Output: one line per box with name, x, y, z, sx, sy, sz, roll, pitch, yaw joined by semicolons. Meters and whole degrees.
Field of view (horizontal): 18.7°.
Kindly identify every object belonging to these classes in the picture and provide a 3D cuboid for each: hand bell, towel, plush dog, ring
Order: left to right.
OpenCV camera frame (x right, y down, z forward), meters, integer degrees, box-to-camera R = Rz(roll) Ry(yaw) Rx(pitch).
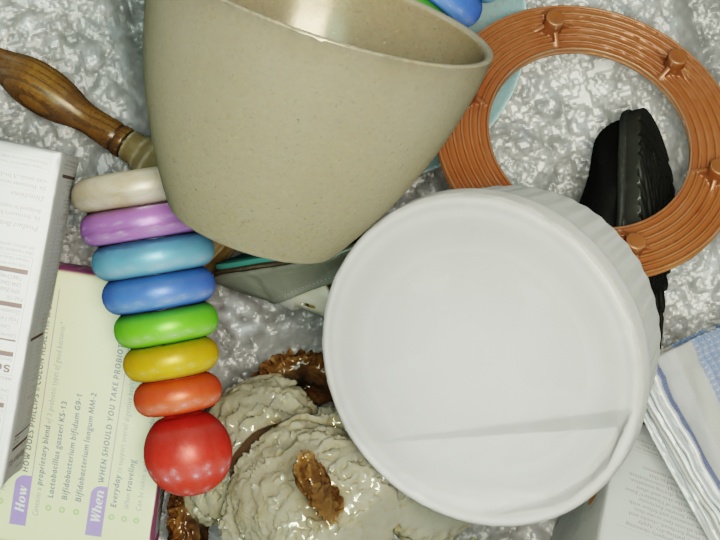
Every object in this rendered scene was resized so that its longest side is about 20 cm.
hand bell;-0.161;-0.088;1.421;0.200;0.104;0.104;34;91;11
plush dog;-0.049;0.136;1.377;0.200;0.172;0.160;-50;135;-11
ring;0.145;-0.085;1.367;0.200;0.019;0.201;4;61;-8
towel;0.259;0.095;1.375;0.200;0.024;0.147;-19;77;-43

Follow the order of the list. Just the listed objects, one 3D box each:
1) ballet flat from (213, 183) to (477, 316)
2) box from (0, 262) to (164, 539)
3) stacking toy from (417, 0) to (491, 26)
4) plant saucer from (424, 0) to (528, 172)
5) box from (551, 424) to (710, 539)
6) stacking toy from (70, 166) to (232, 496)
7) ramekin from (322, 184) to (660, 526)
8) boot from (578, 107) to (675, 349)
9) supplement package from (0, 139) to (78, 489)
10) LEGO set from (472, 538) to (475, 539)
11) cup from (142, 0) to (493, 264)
ballet flat;0.000;0.000;1.388;0.200;0.067;0.064;-16;94;20
box;-0.218;0.081;1.407;0.200;0.097;0.176;8;92;-2
stacking toy;0.031;-0.154;1.360;0.085;0.085;0.200;34;90;-2
plant saucer;0.009;-0.158;1.430;0.201;0.039;0.201;0;92;0
box;0.170;0.211;1.349;0.097;0.200;0.124;21;132;-2
stacking toy;-0.120;0.038;1.323;0.085;0.085;0.200;-8;92;0
ramekin;0.085;0.042;1.290;0.202;0.094;0.203;7;109;23
boot;0.116;-0.006;1.418;0.158;0.079;0.211;-1;65;24
supplement package;-0.243;0.019;1.300;0.109;0.114;0.200;11;90;-3
LEGO set;0.028;0.251;1.321;0.116;0.154;0.200;24;136;-10
cup;-0.042;-0.089;1.243;0.200;0.200;0.143;19;107;-1
